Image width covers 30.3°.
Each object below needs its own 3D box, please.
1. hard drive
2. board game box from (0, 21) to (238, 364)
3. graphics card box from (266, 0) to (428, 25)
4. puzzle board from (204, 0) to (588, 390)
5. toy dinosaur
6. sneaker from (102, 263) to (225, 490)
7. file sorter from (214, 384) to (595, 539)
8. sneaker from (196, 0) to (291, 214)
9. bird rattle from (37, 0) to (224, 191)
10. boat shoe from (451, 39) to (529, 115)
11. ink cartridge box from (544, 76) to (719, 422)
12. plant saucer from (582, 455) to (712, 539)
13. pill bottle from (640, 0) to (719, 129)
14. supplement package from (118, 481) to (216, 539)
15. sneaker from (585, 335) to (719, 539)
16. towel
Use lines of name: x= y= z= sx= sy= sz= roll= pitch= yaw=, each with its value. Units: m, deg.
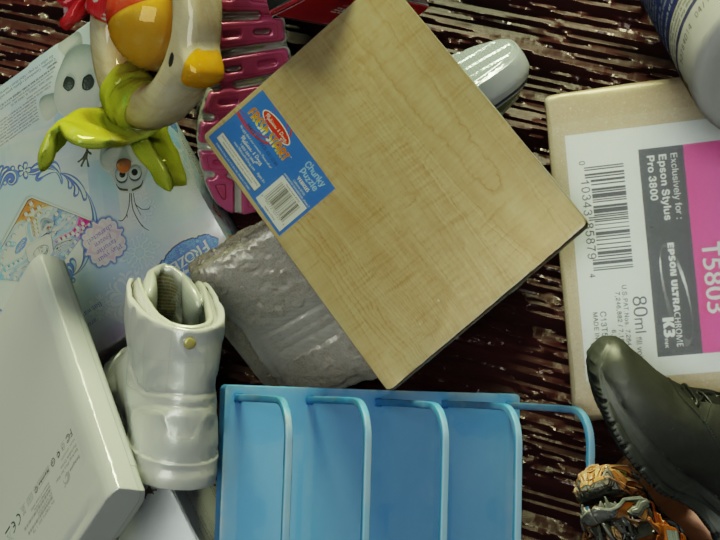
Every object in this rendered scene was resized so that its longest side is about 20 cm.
hard drive: x=-0.197 y=0.105 z=0.823 sx=0.132 sy=0.026 sz=0.201 roll=-54 pitch=43 yaw=24
board game box: x=-0.205 y=-0.038 z=0.931 sx=0.199 sy=0.043 sz=0.200 roll=-32 pitch=80 yaw=10
graphics card box: x=-0.027 y=-0.259 z=0.852 sx=0.050 sy=0.125 sz=0.202 roll=-18 pitch=82 yaw=34
puzzle board: x=0.017 y=-0.054 z=0.792 sx=0.150 sy=0.017 sz=0.201 roll=-40 pitch=72 yaw=8
toy dinosaur: x=0.179 y=0.196 z=0.740 sx=0.199 sy=0.136 sz=0.102 roll=35 pitch=126 yaw=-16
sneaker: x=-0.122 y=0.050 z=0.835 sx=0.073 sy=0.200 sz=0.117 roll=3 pitch=100 yaw=-20
file sorter: x=0.025 y=0.140 z=0.779 sx=0.198 sy=0.123 sz=0.141 roll=4 pitch=84 yaw=-20
sneaker: x=-0.082 y=-0.141 z=0.894 sx=0.073 sy=0.088 sz=0.202 roll=-7 pitch=110 yaw=-11
bird rattle: x=-0.134 y=-0.154 z=0.833 sx=0.162 sy=0.112 sz=0.203 roll=-20 pitch=66 yaw=47
boat shoe: x=0.029 y=-0.075 z=0.872 sx=0.199 sy=0.072 sz=0.062 roll=-34 pitch=118 yaw=9
ink cartridge box: x=0.204 y=-0.014 z=0.814 sx=0.163 sy=0.075 sz=0.203 roll=-7 pitch=86 yaw=15
plant saucer: x=0.234 y=0.188 z=0.819 sx=0.198 sy=0.037 sz=0.203 roll=-1 pitch=88 yaw=14
pill bottle: x=0.212 y=-0.178 z=0.760 sx=0.110 sy=0.111 sz=0.201 roll=-24 pitch=45 yaw=12
supplement package: x=-0.126 y=0.245 z=0.867 sx=0.155 sy=0.111 sz=0.201 roll=-31 pitch=81 yaw=11
sneaker: x=0.206 y=0.099 z=0.752 sx=0.091 sy=0.076 sz=0.200 roll=-43 pitch=106 yaw=13
towel: x=0.000 y=0.000 z=0.850 sx=0.199 sy=0.035 sz=0.133 roll=-32 pitch=118 yaw=11
